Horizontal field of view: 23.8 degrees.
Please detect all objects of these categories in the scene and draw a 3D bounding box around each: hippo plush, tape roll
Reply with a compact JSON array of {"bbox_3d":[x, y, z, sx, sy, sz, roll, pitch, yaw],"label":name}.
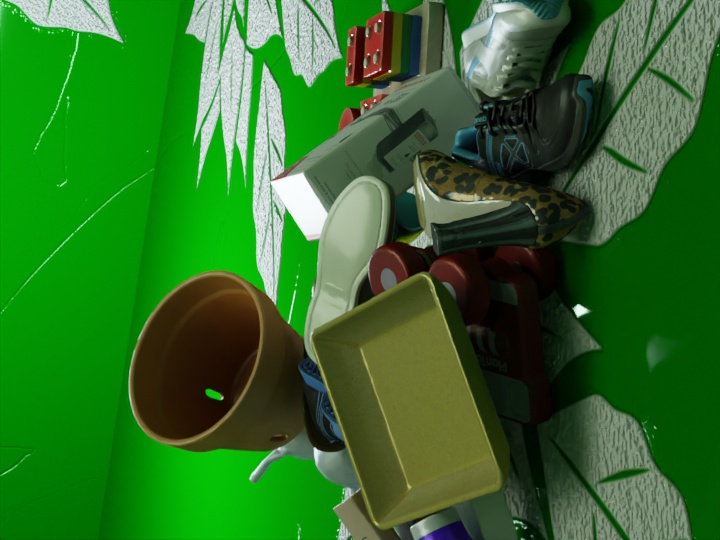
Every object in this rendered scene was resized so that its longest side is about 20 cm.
[{"bbox_3d":[-0.026,0.166,1.942,0.161,0.200,0.160,35,141,62],"label":"hippo plush"},{"bbox_3d":[0.088,0.247,1.653,0.203,0.037,0.203,48,147,45],"label":"tape roll"}]

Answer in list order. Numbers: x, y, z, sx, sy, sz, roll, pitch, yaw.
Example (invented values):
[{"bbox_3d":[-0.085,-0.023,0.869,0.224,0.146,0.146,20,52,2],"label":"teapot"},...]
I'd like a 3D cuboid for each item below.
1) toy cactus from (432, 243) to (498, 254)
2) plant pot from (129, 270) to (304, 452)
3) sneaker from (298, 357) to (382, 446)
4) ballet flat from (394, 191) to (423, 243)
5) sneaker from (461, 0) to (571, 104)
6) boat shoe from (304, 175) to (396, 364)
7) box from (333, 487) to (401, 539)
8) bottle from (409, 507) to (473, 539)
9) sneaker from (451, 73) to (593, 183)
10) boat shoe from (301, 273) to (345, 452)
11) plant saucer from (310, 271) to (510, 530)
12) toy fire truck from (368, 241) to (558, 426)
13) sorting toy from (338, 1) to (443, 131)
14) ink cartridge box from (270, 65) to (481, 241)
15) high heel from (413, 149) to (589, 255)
[{"bbox_3d":[0.088,-0.018,1.737,0.165,0.102,0.200,-4,57,55],"label":"toy cactus"},{"bbox_3d":[-0.137,0.116,1.896,0.200,0.140,0.201,-20,58,34],"label":"plant pot"},{"bbox_3d":[-0.009,0.145,1.724,0.200,0.070,0.078,-131,21,-68],"label":"sneaker"},{"bbox_3d":[0.020,-0.039,1.872,0.067,0.067,0.200,-53,-5,20],"label":"ballet flat"},{"bbox_3d":[0.152,-0.209,1.622,0.200,0.076,0.081,145,119,-77],"label":"sneaker"},{"bbox_3d":[-0.002,-0.001,1.704,0.072,0.060,0.202,26,111,30],"label":"boat shoe"},{"bbox_3d":[0.044,0.307,1.694,0.200,0.021,0.164,55,168,6],"label":"box"},{"bbox_3d":[0.106,0.313,1.533,0.200,0.065,0.084,65,154,15],"label":"bottle"},{"bbox_3d":[0.148,-0.127,1.565,0.200,0.082,0.073,135,151,-63],"label":"sneaker"},{"bbox_3d":[-0.026,0.096,1.855,0.066,0.074,0.201,168,107,-87],"label":"boat shoe"},{"bbox_3d":[0.053,0.118,1.553,0.200,0.048,0.200,-29,77,50],"label":"plant saucer"},{"bbox_3d":[0.098,0.051,1.611,0.200,0.112,0.168,12,113,50],"label":"toy fire truck"},{"bbox_3d":[0.028,-0.206,2.026,0.200,0.069,0.199,177,97,-73],"label":"sorting toy"},{"bbox_3d":[0.020,-0.122,1.799,0.085,0.200,0.146,57,165,-9],"label":"ink cartridge box"},{"bbox_3d":[0.125,-0.071,1.582,0.200,0.142,0.072,-106,7,-63],"label":"high heel"}]
